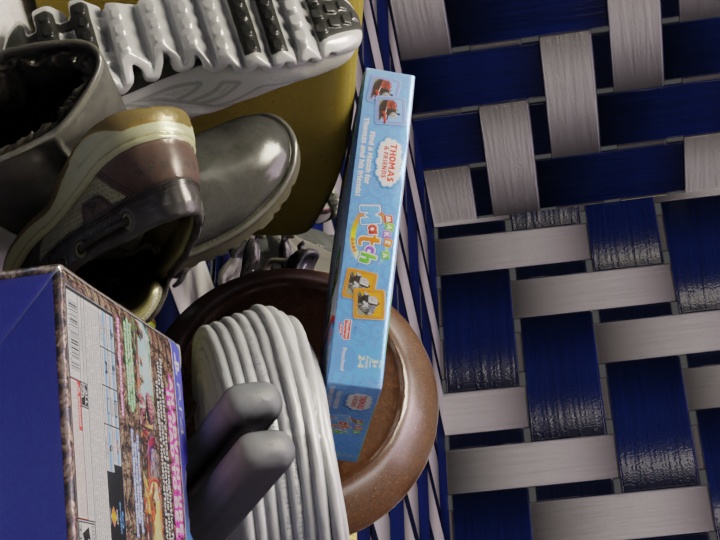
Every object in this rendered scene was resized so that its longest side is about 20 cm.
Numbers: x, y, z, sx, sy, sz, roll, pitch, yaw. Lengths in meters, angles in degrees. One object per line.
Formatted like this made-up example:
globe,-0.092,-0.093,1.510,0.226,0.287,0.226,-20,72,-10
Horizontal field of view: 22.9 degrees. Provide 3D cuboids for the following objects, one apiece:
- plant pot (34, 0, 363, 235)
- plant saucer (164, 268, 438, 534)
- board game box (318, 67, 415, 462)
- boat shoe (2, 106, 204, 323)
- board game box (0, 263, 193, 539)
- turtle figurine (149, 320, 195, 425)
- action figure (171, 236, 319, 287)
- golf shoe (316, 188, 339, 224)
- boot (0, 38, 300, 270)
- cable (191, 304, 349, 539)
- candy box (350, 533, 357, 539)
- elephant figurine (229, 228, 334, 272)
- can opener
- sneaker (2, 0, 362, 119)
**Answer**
plant pot,-0.088,-0.134,1.142,0.195,0.194,0.201,-86,174,-58
plant saucer,-0.046,0.081,1.176,0.035,0.199,0.202,95,-7,-62
board game box,0.000,0.000,1.096,0.151,0.036,0.201,104,-7,-68
boat shoe,-0.126,0.000,0.867,0.201,0.071,0.066,-53,-133,49
board game box,-0.144,0.099,0.784,0.200,0.096,0.161,56,28,-76
turtle figurine,-0.130,0.082,1.049,0.162,0.064,0.201,73,13,-57
action figure,-0.094,-0.024,1.315,0.200,0.102,0.119,44,17,32
golf shoe,-0.071,-0.080,1.485,0.077,0.088,0.200,59,-3,18
boot,-0.121,-0.064,0.918,0.073,0.181,0.200,47,-13,28
cable,-0.053,0.120,1.028,0.200,0.069,0.201,111,-30,-72
candy box,-0.050,0.292,1.303,0.117,0.056,0.201,-37,-134,52
elephant figurine,-0.048,0.030,1.425,0.200,0.154,0.143,-51,135,-79
can opener,-0.093,0.122,0.926,0.200,0.066,0.053,-46,-126,49
sneaker,-0.098,-0.117,1.001,0.081,0.198,0.076,86,-7,-57
